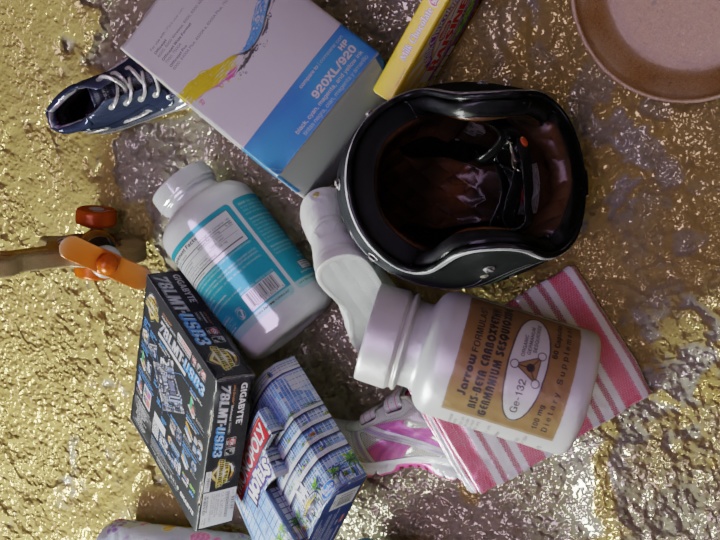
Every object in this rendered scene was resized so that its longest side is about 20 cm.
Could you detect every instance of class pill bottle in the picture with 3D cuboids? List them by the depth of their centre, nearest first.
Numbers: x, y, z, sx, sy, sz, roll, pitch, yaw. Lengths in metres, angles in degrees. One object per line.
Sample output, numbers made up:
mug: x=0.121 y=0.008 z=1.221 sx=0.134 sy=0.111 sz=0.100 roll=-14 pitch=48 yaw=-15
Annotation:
pill bottle: x=0.101 y=0.082 z=0.974 sx=0.199 sy=0.114 sz=0.115 roll=16 pitch=109 yaw=4
pill bottle: x=-0.128 y=-0.015 z=1.136 sx=0.111 sy=0.111 sz=0.200 roll=-42 pitch=82 yaw=27

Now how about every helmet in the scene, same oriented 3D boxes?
helmet: x=0.082 y=-0.074 z=0.972 sx=0.190 sy=0.200 sz=0.201 roll=-5 pitch=100 yaw=38

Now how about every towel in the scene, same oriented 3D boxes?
towel: x=0.155 y=0.104 z=1.043 sx=0.200 sy=0.030 sz=0.147 roll=-31 pitch=88 yaw=3

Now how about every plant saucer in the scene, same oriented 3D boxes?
plant saucer: x=0.279 y=-0.243 z=0.929 sx=0.199 sy=0.035 sz=0.201 roll=6 pitch=104 yaw=24

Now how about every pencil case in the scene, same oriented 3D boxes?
pencil case: x=-0.215 y=0.342 z=1.275 sx=0.199 sy=0.083 sz=0.091 roll=1 pitch=80 yaw=26

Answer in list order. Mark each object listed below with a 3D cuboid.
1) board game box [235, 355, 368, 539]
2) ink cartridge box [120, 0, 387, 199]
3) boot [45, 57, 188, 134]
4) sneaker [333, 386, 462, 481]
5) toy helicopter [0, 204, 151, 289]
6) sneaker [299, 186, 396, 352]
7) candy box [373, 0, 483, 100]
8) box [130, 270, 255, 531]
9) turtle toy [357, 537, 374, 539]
board game box: x=-0.091 y=0.192 z=1.141 sx=0.200 sy=0.062 sz=0.200 roll=54 pitch=143 yaw=27
ink cartridge box: x=-0.089 y=-0.188 z=1.035 sx=0.200 sy=0.147 sz=0.145 roll=39 pitch=92 yaw=12
boot: x=-0.235 y=-0.191 z=1.157 sx=0.200 sy=0.090 sz=0.073 roll=-24 pitch=91 yaw=28
sneaker: x=0.045 y=0.156 z=1.116 sx=0.199 sy=0.081 sz=0.089 roll=-1 pitch=100 yaw=17
toy helicopter: x=-0.315 y=-0.012 z=1.176 sx=0.132 sy=0.200 sz=0.079 roll=19 pitch=110 yaw=39
sneaker: x=0.000 y=0.000 z=1.083 sx=0.073 sy=0.200 sz=0.116 roll=-21 pitch=51 yaw=5
candy box: x=0.085 y=-0.244 z=0.985 sx=0.026 sy=0.102 sz=0.200 roll=37 pitch=115 yaw=14
box: x=-0.183 y=0.134 z=1.162 sx=0.200 sy=0.050 sz=0.199 roll=46 pitch=132 yaw=45
turtle toy: x=0.041 y=0.343 z=1.134 sx=0.199 sy=0.146 sz=0.101 roll=26 pitch=90 yaw=6
